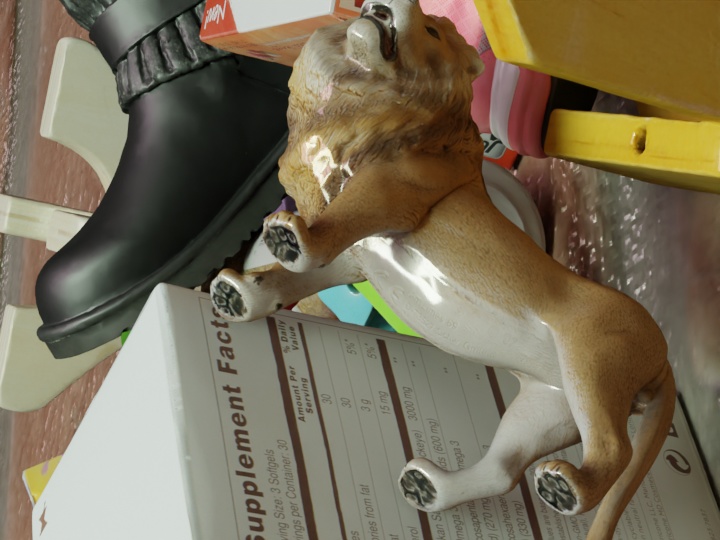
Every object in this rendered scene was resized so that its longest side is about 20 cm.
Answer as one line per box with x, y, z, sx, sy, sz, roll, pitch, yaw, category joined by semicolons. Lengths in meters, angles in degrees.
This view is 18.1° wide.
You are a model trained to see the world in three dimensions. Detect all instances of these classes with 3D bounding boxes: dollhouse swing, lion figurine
0.084;-0.135;0.711;0.182;0.175;0.201;15;93;64;dollhouse swing
0.038;0.004;0.701;0.200;0.122;0.073;49;137;10;lion figurine

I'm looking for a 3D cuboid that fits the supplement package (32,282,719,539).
0.008;0.100;0.732;0.117;0.199;0.118;-58;32;37;supplement package

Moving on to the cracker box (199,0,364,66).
0.001;-0.186;0.899;0.134;0.057;0.201;1;80;64;cracker box

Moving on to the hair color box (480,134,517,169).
0.058;-0.154;0.904;0.201;0.061;0.102;-68;28;22;hair color box

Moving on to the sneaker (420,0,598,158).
0.047;-0.144;0.797;0.086;0.074;0.201;10;95;21;sneaker

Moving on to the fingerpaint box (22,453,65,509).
-0.047;0.180;0.843;0.167;0.073;0.200;69;178;-47;fingerpaint box

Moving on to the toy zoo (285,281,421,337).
0.005;0.060;0.873;0.131;0.020;0.200;47;134;12;toy zoo

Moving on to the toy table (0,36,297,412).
-0.112;-0.015;1.128;0.200;0.117;0.185;-14;68;64;toy table

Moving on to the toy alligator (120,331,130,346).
-0.055;0.095;1.000;0.054;0.059;0.201;-52;56;45;toy alligator

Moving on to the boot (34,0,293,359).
-0.101;-0.080;0.994;0.211;0.158;0.079;-45;13;-20;boot

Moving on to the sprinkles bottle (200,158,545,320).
0.000;0.000;0.948;0.200;0.068;0.069;-14;66;63;sprinkles bottle
